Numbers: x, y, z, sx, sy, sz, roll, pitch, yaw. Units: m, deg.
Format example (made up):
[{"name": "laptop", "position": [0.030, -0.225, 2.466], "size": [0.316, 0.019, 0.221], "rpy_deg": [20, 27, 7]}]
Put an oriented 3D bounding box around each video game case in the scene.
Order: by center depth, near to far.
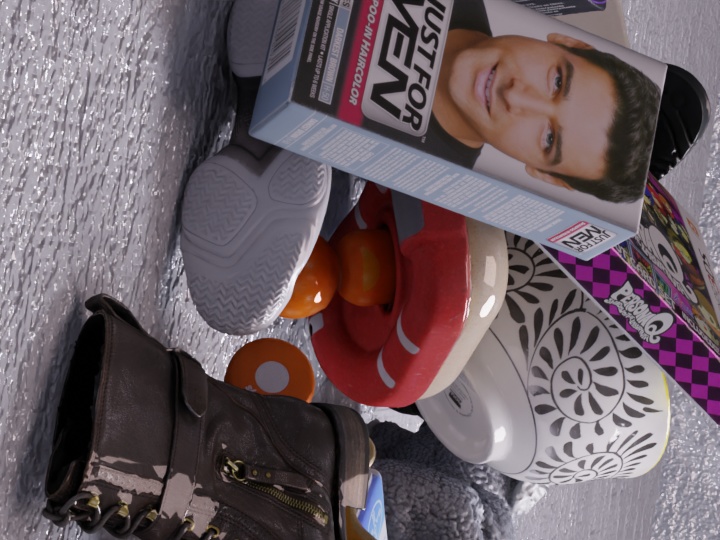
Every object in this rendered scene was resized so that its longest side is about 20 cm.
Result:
[{"name": "video game case", "position": [0.144, -0.029, 1.484], "size": [0.200, 0.036, 0.182], "rpy_deg": [44, 20, -29]}]

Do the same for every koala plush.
[{"name": "koala plush", "position": [0.050, 0.164, 1.676], "size": [0.200, 0.176, 0.185], "rpy_deg": [-55, 141, -52]}]

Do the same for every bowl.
[{"name": "bowl", "position": [0.089, 0.059, 1.577], "size": [0.094, 0.201, 0.202], "rpy_deg": [-30, 138, -25]}]

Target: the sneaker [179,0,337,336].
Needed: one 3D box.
[{"name": "sneaker", "position": [-0.037, -0.053, 1.371], "size": [0.114, 0.075, 0.201], "rpy_deg": [51, 47, -68]}]

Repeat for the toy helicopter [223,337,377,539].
[{"name": "toy helicopter", "position": [-0.027, 0.141, 1.317], "size": [0.132, 0.200, 0.079], "rpy_deg": [-47, 171, -27]}]

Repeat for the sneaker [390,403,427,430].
[{"name": "sneaker", "position": [0.037, 0.056, 1.740], "size": [0.200, 0.086, 0.081], "rpy_deg": [52, 15, -43]}]

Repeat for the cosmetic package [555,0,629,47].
[{"name": "cosmetic package", "position": [0.100, -0.214, 1.619], "size": [0.103, 0.087, 0.202], "rpy_deg": [155, -75, -77]}]

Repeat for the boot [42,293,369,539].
[{"name": "boot", "position": [-0.078, 0.125, 1.211], "size": [0.173, 0.069, 0.201], "rpy_deg": [20, 60, -39]}]

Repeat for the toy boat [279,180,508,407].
[{"name": "toy boat", "position": [0.000, 0.000, 1.467], "size": [0.200, 0.130, 0.131], "rpy_deg": [116, -31, -62]}]

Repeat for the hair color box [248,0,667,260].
[{"name": "hair color box", "position": [0.052, -0.088, 1.315], "size": [0.061, 0.199, 0.100], "rpy_deg": [-30, -136, 61]}]

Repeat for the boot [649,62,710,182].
[{"name": "boot", "position": [0.167, -0.082, 1.672], "size": [0.198, 0.074, 0.162], "rpy_deg": [-39, 176, 32]}]

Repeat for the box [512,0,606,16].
[{"name": "box", "position": [0.055, -0.227, 1.446], "size": [0.200, 0.105, 0.123], "rpy_deg": [28, 63, -57]}]

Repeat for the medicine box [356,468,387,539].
[{"name": "medicine box", "position": [-0.053, 0.231, 1.431], "size": [0.201, 0.102, 0.183], "rpy_deg": [83, 21, -46]}]
